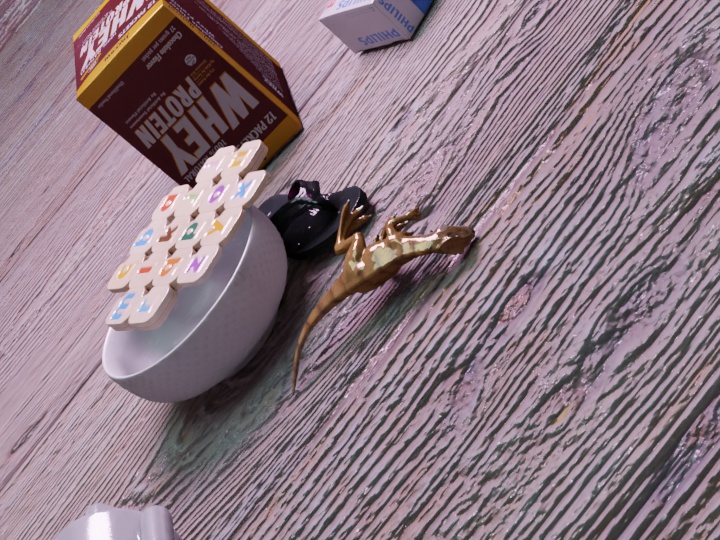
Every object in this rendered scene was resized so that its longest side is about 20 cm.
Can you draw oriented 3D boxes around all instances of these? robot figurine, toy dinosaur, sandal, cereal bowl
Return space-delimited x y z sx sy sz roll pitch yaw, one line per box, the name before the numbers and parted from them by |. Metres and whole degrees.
robot figurine | -0.174 0.250 1.225 0.200 0.112 0.170 -108 38 -62
toy dinosaur | 0.000 0.000 1.353 0.200 0.060 0.106 -36 29 28
sandal | -0.063 -0.049 1.542 0.200 0.048 0.076 -4 51 59
cereal bowl | -0.134 0.037 1.497 0.200 0.083 0.200 -39 26 23

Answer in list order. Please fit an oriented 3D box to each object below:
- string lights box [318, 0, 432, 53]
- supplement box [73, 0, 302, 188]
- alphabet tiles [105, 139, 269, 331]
string lights box | 0.050 -0.320 1.725 0.103 0.059 0.201 -5 50 56
supplement box | -0.186 -0.200 1.786 0.133 0.197 0.200 -44 25 12
alphabet tiles | -0.153 -0.031 1.510 0.195 0.015 0.201 -6 49 57
